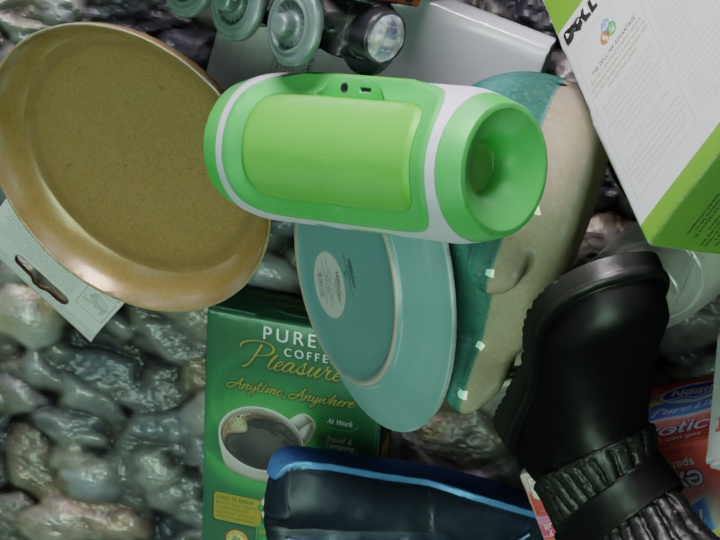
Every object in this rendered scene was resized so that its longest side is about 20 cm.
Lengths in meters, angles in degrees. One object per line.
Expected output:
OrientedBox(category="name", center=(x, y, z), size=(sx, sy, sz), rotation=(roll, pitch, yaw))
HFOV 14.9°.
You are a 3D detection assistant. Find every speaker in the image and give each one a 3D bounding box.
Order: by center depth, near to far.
OrientedBox(category="speaker", center=(0.005, -0.064, 1.530), size=(0.200, 0.088, 0.089), rotation=(8, 118, 43))

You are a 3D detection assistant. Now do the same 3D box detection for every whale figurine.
OrientedBox(category="whale figurine", center=(0.075, -0.021, 1.604), size=(0.103, 0.159, 0.201), rotation=(20, 110, 8))

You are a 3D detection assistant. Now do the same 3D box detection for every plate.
OrientedBox(category="plate", center=(0.000, 0.000, 1.636), size=(0.200, 0.025, 0.201), rotation=(37, 133, 54))

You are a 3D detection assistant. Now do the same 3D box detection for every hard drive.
OrientedBox(category="hard drive", center=(0.007, -0.117, 1.680), size=(0.199, 0.027, 0.132), rotation=(22, 118, 10))

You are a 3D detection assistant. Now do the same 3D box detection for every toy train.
OrientedBox(category="toy train", center=(-0.040, -0.184, 1.577), size=(0.200, 0.085, 0.114), rotation=(28, 109, 46))

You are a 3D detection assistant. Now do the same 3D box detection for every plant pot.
OrientedBox(category="plant pot", center=(-0.137, -0.066, 1.672), size=(0.199, 0.027, 0.201), rotation=(16, 128, 21))

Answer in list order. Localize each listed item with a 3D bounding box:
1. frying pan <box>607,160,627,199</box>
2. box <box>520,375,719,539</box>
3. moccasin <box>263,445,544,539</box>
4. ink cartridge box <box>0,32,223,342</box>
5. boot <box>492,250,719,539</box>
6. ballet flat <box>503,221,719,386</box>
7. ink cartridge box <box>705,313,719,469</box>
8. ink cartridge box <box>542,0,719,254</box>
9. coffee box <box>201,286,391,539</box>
OrientedBox(category="frying pan", center=(0.173, -0.109, 1.590), size=(0.115, 0.031, 0.191), rotation=(29, 132, 50))
OrientedBox(category="box", center=(0.213, 0.128, 1.677), size=(0.199, 0.095, 0.103), rotation=(-14, 108, 25))
OrientedBox(category="moccasin", center=(0.032, 0.159, 1.742), size=(0.199, 0.080, 0.068), rotation=(12, 96, -11))
OrientedBox(category="ink cartridge box", center=(-0.154, -0.050, 1.748), size=(0.109, 0.050, 0.200), rotation=(43, 135, -2))
OrientedBox(category="boot", center=(0.151, 0.100, 1.547), size=(0.211, 0.079, 0.158), rotation=(103, 147, -55))
OrientedBox(category="ballet flat", center=(0.151, 0.021, 1.668), size=(0.200, 0.069, 0.070), rotation=(-29, 101, 28))
OrientedBox(category="ink cartridge box", center=(0.262, 0.011, 1.521), size=(0.084, 0.146, 0.201), rotation=(10, 78, -15))
OrientedBox(category="ink cartridge box", center=(0.189, -0.131, 1.500), size=(0.076, 0.200, 0.148), rotation=(8, 135, -31))
OrientedBox(category="coffee box", center=(-0.040, 0.113, 1.790), size=(0.123, 0.044, 0.201), rotation=(9, 116, 15))
